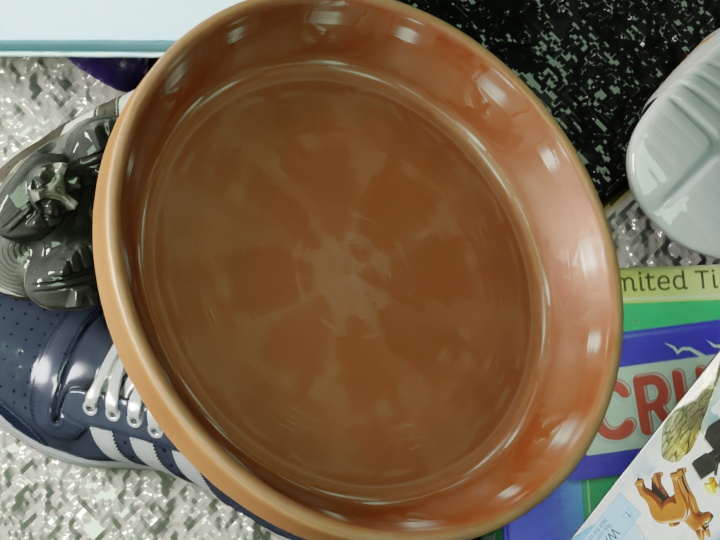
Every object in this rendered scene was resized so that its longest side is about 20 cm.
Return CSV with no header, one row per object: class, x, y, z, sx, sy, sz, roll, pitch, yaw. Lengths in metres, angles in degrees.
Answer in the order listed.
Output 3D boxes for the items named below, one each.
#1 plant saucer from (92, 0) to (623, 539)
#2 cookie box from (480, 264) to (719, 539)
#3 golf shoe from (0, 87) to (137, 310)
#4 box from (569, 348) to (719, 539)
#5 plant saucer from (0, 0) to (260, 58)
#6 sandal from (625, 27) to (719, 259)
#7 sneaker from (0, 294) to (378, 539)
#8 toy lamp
plant saucer,0.000,0.000,0.802,0.199,0.032,0.202,11,65,-25
cookie box,0.130,0.100,0.883,0.170,0.075,0.202,-3,81,-7
golf shoe,-0.070,-0.044,0.884,0.199,0.094,0.078,-22,98,-36
box,0.133,0.119,0.758,0.137,0.038,0.200,44,111,23
plant saucer,-0.124,-0.114,0.868,0.199,0.019,0.070,2,90,22
sandal,0.169,-0.069,0.929,0.207,0.059,0.079,-42,98,-33
sneaker,-0.059,0.050,0.850,0.199,0.109,0.070,25,78,-3
toy lamp,-0.046,-0.160,0.877,0.058,0.058,0.200,40,104,1
